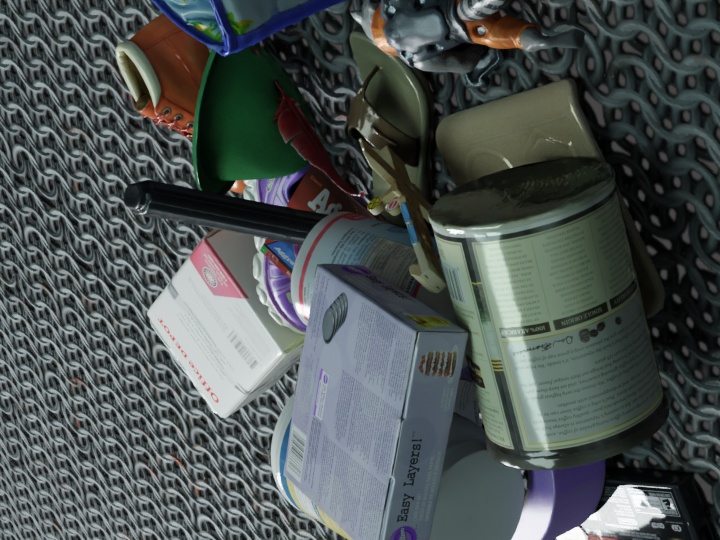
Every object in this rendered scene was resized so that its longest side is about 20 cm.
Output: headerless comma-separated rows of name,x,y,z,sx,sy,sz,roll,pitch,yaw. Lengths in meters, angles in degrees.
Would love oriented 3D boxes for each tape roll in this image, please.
tape roll,0.127,0.151,1.705,0.200,0.066,0.200,28,128,43

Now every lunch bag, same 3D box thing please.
lunch bag,-0.104,-0.287,1.577,0.200,0.170,0.127,54,149,7

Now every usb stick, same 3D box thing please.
usb stick,-0.109,-0.049,1.678,0.055,0.200,0.033,13,93,64

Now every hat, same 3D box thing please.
hat,-0.044,-0.125,1.706,0.176,0.200,0.166,10,153,13

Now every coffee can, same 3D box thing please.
coffee can,0.146,0.032,1.461,0.146,0.146,0.200,8,118,51

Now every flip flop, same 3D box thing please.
flip flop,0.019,-0.118,1.657,0.081,0.058,0.200,30,139,37

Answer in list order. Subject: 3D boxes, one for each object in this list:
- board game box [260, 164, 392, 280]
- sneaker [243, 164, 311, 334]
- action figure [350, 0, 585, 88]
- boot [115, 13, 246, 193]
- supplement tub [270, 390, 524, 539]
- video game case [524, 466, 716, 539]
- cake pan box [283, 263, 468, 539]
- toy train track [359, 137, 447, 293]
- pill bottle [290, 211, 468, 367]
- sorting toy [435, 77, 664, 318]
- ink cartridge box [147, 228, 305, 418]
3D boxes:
board game box,0.000,0.000,1.728,0.200,0.019,0.103,42,110,28
sneaker,-0.057,-0.025,1.827,0.083,0.081,0.200,14,127,41
action figure,0.063,-0.227,1.468,0.193,0.105,0.200,-15,107,47
boot,-0.164,-0.151,1.838,0.075,0.107,0.200,-5,114,53
supplement tub,0.031,0.178,1.664,0.200,0.145,0.145,25,136,47
video game case,0.248,0.258,1.698,0.200,0.025,0.181,-2,114,54
cake pan box,0.007,0.113,1.513,0.184,0.052,0.200,32,115,61
toy train track,0.034,-0.038,1.553,0.115,0.033,0.200,42,-164,-29
pill bottle,0.047,0.023,1.616,0.200,0.109,0.109,18,131,34
sorting toy,0.156,-0.050,1.557,0.185,0.036,0.200,-12,103,56
ink cartridge box,-0.126,0.046,1.973,0.147,0.083,0.200,54,148,6
